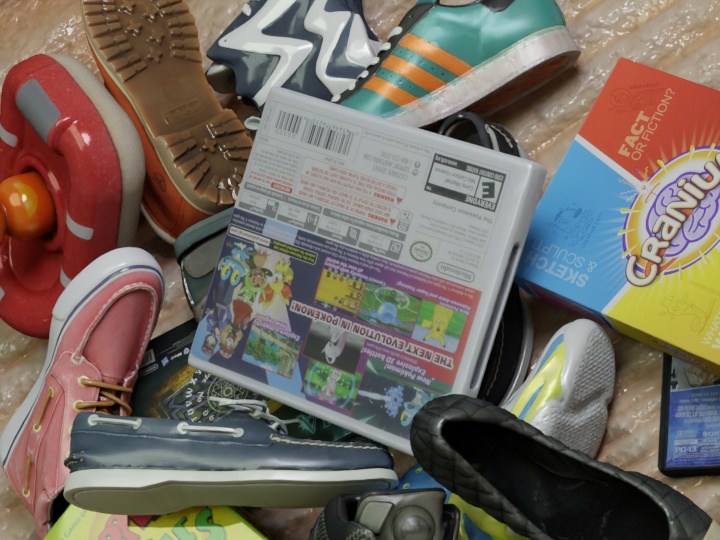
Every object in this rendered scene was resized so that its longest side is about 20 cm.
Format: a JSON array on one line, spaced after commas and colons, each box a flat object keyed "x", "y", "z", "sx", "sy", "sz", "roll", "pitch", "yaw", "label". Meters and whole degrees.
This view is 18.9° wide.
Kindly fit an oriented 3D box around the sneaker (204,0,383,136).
[{"x": -0.062, "y": -0.175, "z": 1.475, "sx": 0.130, "sy": 0.079, "sz": 0.199, "roll": -23, "pitch": 68, "yaw": 10, "label": "sneaker"}]

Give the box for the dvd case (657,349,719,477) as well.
[{"x": 0.244, "y": 0.019, "z": 1.241, "sx": 0.143, "sy": 0.018, "sz": 0.200, "roll": -6, "pitch": 66, "yaw": 29, "label": "dvd case"}]

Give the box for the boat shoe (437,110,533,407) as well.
[{"x": 0.067, "y": -0.003, "z": 1.329, "sx": 0.074, "sy": 0.060, "sz": 0.200, "roll": -5, "pitch": 65, "yaw": 31, "label": "boat shoe"}]

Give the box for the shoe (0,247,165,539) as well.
[{"x": -0.168, "y": 0.087, "z": 1.389, "sx": 0.200, "sy": 0.071, "sz": 0.091, "roll": -60, "pitch": 43, "yaw": 27, "label": "shoe"}]

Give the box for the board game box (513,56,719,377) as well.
[{"x": 0.201, "y": -0.024, "z": 1.249, "sx": 0.200, "sy": 0.040, "sz": 0.153, "roll": 24, "pitch": 81, "yaw": 36, "label": "board game box"}]

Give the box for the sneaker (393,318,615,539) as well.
[{"x": 0.072, "y": 0.113, "z": 1.264, "sx": 0.105, "sy": 0.076, "sz": 0.200, "roll": 17, "pitch": 78, "yaw": 36, "label": "sneaker"}]

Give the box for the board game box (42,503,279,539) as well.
[{"x": -0.093, "y": 0.195, "z": 1.315, "sx": 0.200, "sy": 0.048, "sz": 0.102, "roll": 38, "pitch": 90, "yaw": 24, "label": "board game box"}]

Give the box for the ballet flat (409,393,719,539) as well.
[{"x": 0.116, "y": 0.130, "z": 1.185, "sx": 0.200, "sy": 0.057, "sz": 0.067, "roll": 25, "pitch": 91, "yaw": -5, "label": "ballet flat"}]

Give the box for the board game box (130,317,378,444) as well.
[{"x": -0.054, "y": 0.072, "z": 1.386, "sx": 0.200, "sy": 0.028, "sz": 0.135, "roll": -27, "pitch": 57, "yaw": 17, "label": "board game box"}]

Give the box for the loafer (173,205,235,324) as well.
[{"x": -0.031, "y": -0.022, "z": 1.364, "sx": 0.200, "sy": 0.072, "sz": 0.063, "roll": -25, "pitch": 61, "yaw": 31, "label": "loafer"}]

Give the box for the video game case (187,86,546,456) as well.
[{"x": 0.000, "y": 0.000, "z": 1.284, "sx": 0.200, "sy": 0.023, "sz": 0.182, "roll": 19, "pitch": 94, "yaw": 34, "label": "video game case"}]

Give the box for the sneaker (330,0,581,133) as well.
[{"x": 0.036, "y": -0.125, "z": 1.382, "sx": 0.200, "sy": 0.071, "sz": 0.080, "roll": -27, "pitch": 77, "yaw": 2, "label": "sneaker"}]

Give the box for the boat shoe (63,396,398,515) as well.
[{"x": -0.077, "y": 0.109, "z": 1.281, "sx": 0.200, "sy": 0.075, "sz": 0.062, "roll": -4, "pitch": 66, "yaw": 12, "label": "boat shoe"}]

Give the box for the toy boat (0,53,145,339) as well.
[{"x": -0.227, "y": -0.039, "z": 1.436, "sx": 0.131, "sy": 0.200, "sz": 0.131, "roll": -19, "pitch": 52, "yaw": -30, "label": "toy boat"}]

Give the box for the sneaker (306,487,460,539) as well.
[{"x": 0.027, "y": 0.195, "z": 1.180, "sx": 0.199, "sy": 0.076, "sz": 0.114, "roll": 58, "pitch": 142, "yaw": 41, "label": "sneaker"}]

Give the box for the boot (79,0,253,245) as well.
[{"x": -0.144, "y": -0.112, "z": 1.458, "sx": 0.200, "sy": 0.075, "sz": 0.107, "roll": 65, "pitch": 152, "yaw": 12, "label": "boot"}]
